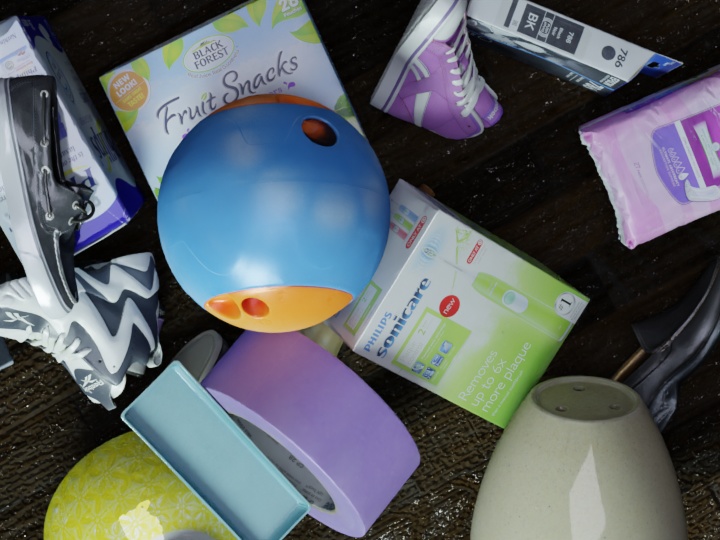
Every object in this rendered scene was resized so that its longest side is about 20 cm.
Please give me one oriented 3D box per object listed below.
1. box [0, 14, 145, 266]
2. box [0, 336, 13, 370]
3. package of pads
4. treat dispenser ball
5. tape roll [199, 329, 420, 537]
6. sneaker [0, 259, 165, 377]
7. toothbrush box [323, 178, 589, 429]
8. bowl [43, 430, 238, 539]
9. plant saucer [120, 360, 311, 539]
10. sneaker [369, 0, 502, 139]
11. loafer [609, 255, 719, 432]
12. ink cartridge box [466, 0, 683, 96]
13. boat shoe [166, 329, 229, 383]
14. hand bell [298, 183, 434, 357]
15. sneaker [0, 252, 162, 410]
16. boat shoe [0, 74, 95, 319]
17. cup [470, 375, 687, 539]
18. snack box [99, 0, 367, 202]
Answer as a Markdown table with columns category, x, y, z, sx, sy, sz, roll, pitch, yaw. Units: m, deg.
| category | x | y | z | sx | sy | sz | roll | pitch | yaw |
| --- | --- | --- | --- | --- | --- | --- | --- | --- | --- |
| box | -0.285 | -0.115 | 1.589 | 0.104 | 0.184 | 0.201 | -28 | 98 | 2 |
| box | -0.424 | 0.023 | 1.610 | 0.107 | 0.148 | 0.202 | -30 | 99 | -40 |
| package of pads | 0.310 | -0.113 | 1.651 | 0.198 | 0.076 | 0.122 | -23 | 100 | 2 |
| treat dispenser ball | -0.073 | -0.048 | 1.529 | 0.198 | 0.201 | 0.203 | 0 | 98 | -1 |
| tape roll | -0.048 | 0.142 | 1.611 | 0.200 | 0.200 | 0.085 | 44 | 72 | -6 |
| sneaker | -0.279 | 0.022 | 1.673 | 0.198 | 0.076 | 0.088 | 23 | 87 | -10 |
| toothbrush box | 0.085 | 0.033 | 1.622 | 0.199 | 0.086 | 0.146 | 29 | 96 | -32 |
| bowl | -0.179 | 0.253 | 1.636 | 0.198 | 0.108 | 0.202 | -12 | 123 | -19 |
| plant saucer | -0.128 | 0.168 | 1.589 | 0.070 | 0.019 | 0.200 | -45 | 116 | -10 |
| sneaker | 0.086 | -0.182 | 1.588 | 0.113 | 0.201 | 0.073 | 28 | 67 | -1 |
| loafer | 0.285 | 0.069 | 1.679 | 0.072 | 0.073 | 0.201 | 29 | 96 | -1 |
| ink cartridge box | 0.184 | -0.201 | 1.623 | 0.198 | 0.099 | 0.040 | 20 | 86 | -3 |
| boat shoe | -0.168 | 0.151 | 1.695 | 0.062 | 0.073 | 0.201 | 24 | 98 | -30 |
| hand bell | 0.000 | 0.000 | 1.671 | 0.104 | 0.104 | 0.200 | 42 | 82 | -6 |
| sneaker | -0.260 | 0.066 | 1.586 | 0.198 | 0.079 | 0.131 | -14 | 89 | -38 |
| boat shoe | -0.252 | -0.063 | 1.474 | 0.065 | 0.070 | 0.202 | -12 | 91 | 3 |
| cup | 0.199 | 0.180 | 1.615 | 0.198 | 0.201 | 0.145 | 1 | 109 | -1 |
| snack box | -0.113 | -0.146 | 1.644 | 0.198 | 0.068 | 0.170 | -25 | 100 | 2 |
